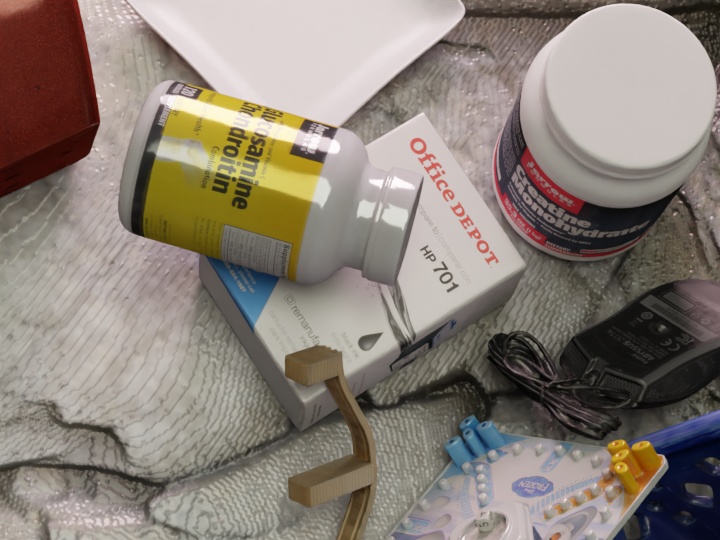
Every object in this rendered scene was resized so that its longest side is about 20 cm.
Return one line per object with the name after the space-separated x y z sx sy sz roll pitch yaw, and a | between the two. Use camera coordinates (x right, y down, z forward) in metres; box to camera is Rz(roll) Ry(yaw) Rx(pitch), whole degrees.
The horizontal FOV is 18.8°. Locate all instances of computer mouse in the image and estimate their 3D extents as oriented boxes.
0.203 0.068 1.614 0.199 0.053 0.138 -23 38 -25 | computer mouse

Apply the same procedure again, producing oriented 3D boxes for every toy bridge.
-0.019 0.149 1.545 0.067 0.027 0.202 -18 114 -40 | toy bridge

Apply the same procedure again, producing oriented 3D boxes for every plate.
-0.053 -0.206 1.696 0.199 0.032 0.200 -42 81 -17 | plate

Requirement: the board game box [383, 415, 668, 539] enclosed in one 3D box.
0.085 0.181 1.501 0.200 0.199 0.026 -46 118 -27 | board game box

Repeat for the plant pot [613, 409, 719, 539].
0.262 0.228 1.492 0.179 0.200 0.201 27 56 -27 | plant pot

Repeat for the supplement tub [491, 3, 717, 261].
0.178 -0.099 1.600 0.139 0.200 0.142 2 73 -5 | supplement tub

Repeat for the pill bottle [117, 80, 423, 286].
-0.061 -0.055 1.521 0.198 0.112 0.113 16 72 4 | pill bottle

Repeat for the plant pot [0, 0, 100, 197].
-0.288 -0.145 1.577 0.199 0.200 0.177 -27 88 -13 | plant pot

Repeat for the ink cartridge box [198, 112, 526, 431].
0.000 0.000 1.611 0.199 0.086 0.147 -32 78 -12 | ink cartridge box
